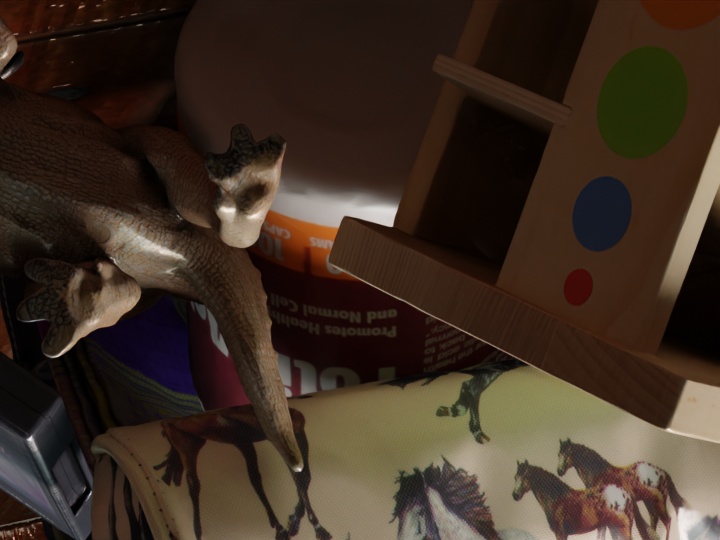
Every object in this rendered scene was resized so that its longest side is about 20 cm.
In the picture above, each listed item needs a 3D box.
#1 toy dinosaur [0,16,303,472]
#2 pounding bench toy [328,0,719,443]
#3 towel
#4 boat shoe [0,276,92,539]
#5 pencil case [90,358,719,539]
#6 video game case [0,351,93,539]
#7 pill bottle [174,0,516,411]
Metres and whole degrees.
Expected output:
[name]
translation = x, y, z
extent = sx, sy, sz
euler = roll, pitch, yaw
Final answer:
[toy dinosaur]
translation = -0.088, -0.022, 0.676
extent = 0.199, 0.086, 0.136
euler = 32, 170, -2
[pounding bench toy]
translation = 0.122, -0.040, 0.657
extent = 0.199, 0.157, 0.124
euler = 14, -171, -46
[towel]
translation = -0.059, 0.040, 0.919
extent = 0.143, 0.201, 0.023
euler = 24, 117, -37
[boat shoe]
translation = -0.108, 0.058, 0.977
extent = 0.065, 0.201, 0.073
euler = -3, 153, -48
[pencil case]
translation = 0.019, 0.074, 0.704
extent = 0.199, 0.090, 0.078
euler = -9, -176, -27
[video game case]
translation = -0.143, 0.023, 0.730
extent = 0.019, 0.142, 0.200
euler = -55, 174, -12
[pill bottle]
translation = 0.000, 0.000, 0.773
extent = 0.113, 0.115, 0.201
euler = -12, 141, -11
